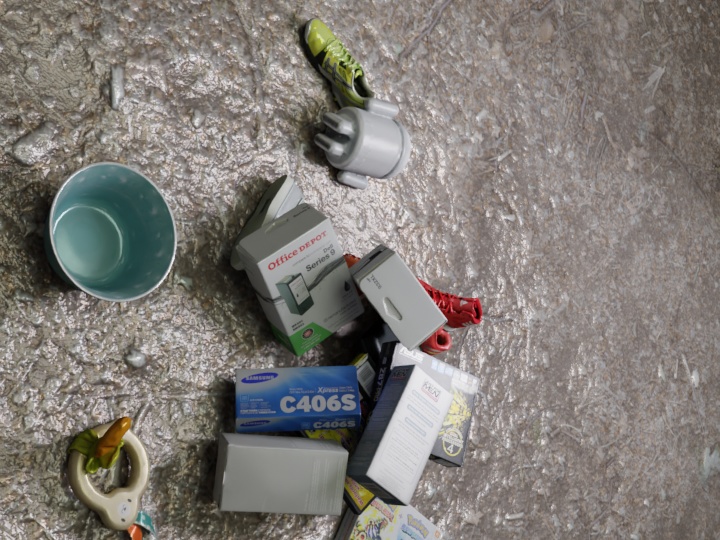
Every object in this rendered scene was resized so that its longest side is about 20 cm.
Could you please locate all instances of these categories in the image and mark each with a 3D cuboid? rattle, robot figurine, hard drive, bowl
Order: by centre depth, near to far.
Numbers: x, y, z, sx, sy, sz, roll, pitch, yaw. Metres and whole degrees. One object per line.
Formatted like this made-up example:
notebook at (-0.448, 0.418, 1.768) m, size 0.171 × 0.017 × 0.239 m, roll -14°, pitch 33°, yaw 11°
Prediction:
rattle at (-0.320, 0.308, 1.424) m, size 0.130 × 0.142 × 0.202 m, roll -16°, pitch 86°, yaw -60°
bowl at (-0.379, -0.047, 1.461) m, size 0.199 × 0.104 × 0.204 m, roll 11°, pitch 74°, yaw -41°
hard drive at (0.062, 0.194, 1.812) m, size 0.140 × 0.033 × 0.202 m, roll -37°, pitch 109°, yaw -71°
robot figurine at (0.013, -0.231, 1.844) m, size 0.198 × 0.113 × 0.171 m, roll 9°, pitch 113°, yaw -40°

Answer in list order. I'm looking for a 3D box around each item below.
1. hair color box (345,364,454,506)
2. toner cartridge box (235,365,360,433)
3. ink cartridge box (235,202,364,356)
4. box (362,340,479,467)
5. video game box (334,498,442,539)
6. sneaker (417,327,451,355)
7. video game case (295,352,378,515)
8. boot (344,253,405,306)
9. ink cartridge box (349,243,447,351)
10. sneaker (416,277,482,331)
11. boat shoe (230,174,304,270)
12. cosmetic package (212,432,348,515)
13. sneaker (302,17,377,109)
hair color box at (0.065, 0.263, 1.614) m, size 0.099 × 0.060 × 0.201 m, roll 40°, pitch 62°, yaw -25°
toner cartridge box at (-0.101, 0.205, 1.606) m, size 0.197 × 0.043 × 0.096 m, roll -2°, pitch 49°, yaw -6°
ink cartridge box at (-0.097, 0.015, 1.645) m, size 0.145 × 0.084 × 0.202 m, roll -33°, pitch 126°, yaw -17°
box at (0.107, 0.230, 1.718) m, size 0.199 × 0.049 × 0.163 m, roll 27°, pitch 65°, yaw -30°
video game box at (0.043, 0.492, 1.767) m, size 0.200 × 0.047 × 0.184 m, roll 43°, pitch 53°, yaw -27°
sneaker at (0.111, 0.088, 1.855) m, size 0.200 × 0.084 × 0.078 m, roll 51°, pitch 36°, yaw -46°
video game case at (-0.001, 0.272, 1.687) m, size 0.181 × 0.025 × 0.201 m, roll -42°, pitch 108°, yaw -28°
boot at (0.000, 0.000, 1.815) m, size 0.199 × 0.075 × 0.108 m, roll -35°, pitch 100°, yaw -39°
ink cartridge box at (0.058, 0.040, 1.675) m, size 0.083 × 0.200 × 0.146 m, roll -38°, pitch 97°, yaw -1°
sneaker at (0.155, 0.052, 1.910) m, size 0.199 × 0.115 × 0.079 m, roll 23°, pitch 66°, yaw -36°
boat shoe at (-0.149, -0.070, 1.695) m, size 0.071 × 0.070 × 0.202 m, roll 43°, pitch 55°, yaw -25°
cosmetic package at (-0.126, 0.318, 1.568) m, size 0.197 × 0.090 × 0.108 m, roll 9°, pitch 92°, yaw -15°
sneaker at (-0.033, -0.382, 1.859) m, size 0.075 × 0.076 × 0.201 m, roll -47°, pitch 111°, yaw -35°
